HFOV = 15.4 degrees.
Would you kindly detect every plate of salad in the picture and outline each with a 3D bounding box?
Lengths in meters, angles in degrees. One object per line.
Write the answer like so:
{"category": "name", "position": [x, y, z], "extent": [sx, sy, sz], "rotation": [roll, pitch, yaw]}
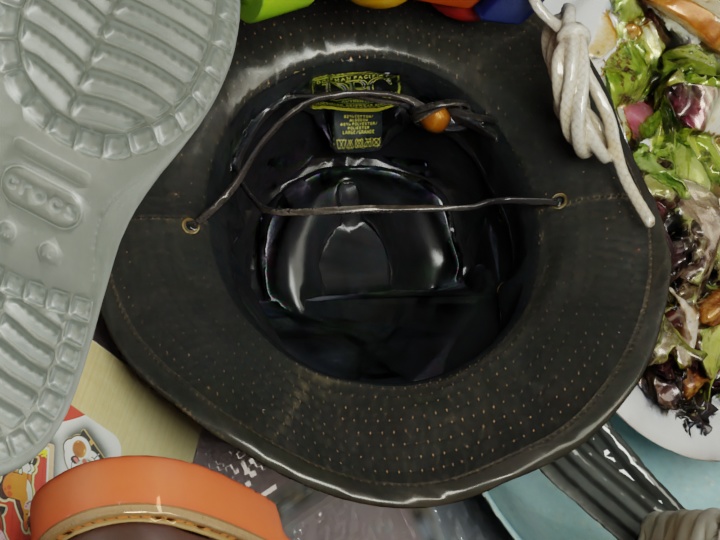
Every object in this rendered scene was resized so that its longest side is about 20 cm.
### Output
{"category": "plate of salad", "position": [0.129, -0.032, 0.964], "extent": [0.200, 0.048, 0.200], "rotation": [11, 75, -44]}

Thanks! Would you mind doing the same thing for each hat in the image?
{"category": "hat", "position": [0.000, 0.000, 0.854], "extent": [0.200, 0.081, 0.201], "rotation": [4, 56, -6]}

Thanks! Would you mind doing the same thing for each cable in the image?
{"category": "cable", "position": [0.108, 0.108, 0.910], "extent": [0.200, 0.050, 0.097], "rotation": [35, 32, -23]}

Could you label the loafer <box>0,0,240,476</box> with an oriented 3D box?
{"category": "loafer", "position": [-0.097, -0.031, 0.753], "extent": [0.075, 0.070, 0.200], "rotation": [36, 59, -23]}

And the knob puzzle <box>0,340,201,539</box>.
{"category": "knob puzzle", "position": [-0.143, 0.084, 0.743], "extent": [0.219, 0.030, 0.220], "rotation": [16, 67, -41]}

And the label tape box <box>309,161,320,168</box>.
{"category": "label tape box", "position": [0.000, -0.141, 0.925], "extent": [0.143, 0.066, 0.200], "rotation": [32, 56, -32]}

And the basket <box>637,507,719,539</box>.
{"category": "basket", "position": [0.126, 0.174, 0.803], "extent": [0.123, 0.136, 0.200], "rotation": [19, 82, -4]}

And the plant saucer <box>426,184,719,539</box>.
{"category": "plant saucer", "position": [0.085, 0.030, 0.972], "extent": [0.201, 0.039, 0.201], "rotation": [14, 69, -40]}

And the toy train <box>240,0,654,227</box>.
{"category": "toy train", "position": [0.010, -0.096, 0.812], "extent": [0.116, 0.085, 0.200], "rotation": [-13, 76, -24]}

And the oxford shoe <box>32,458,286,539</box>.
{"category": "oxford shoe", "position": [-0.014, 0.120, 0.774], "extent": [0.200, 0.071, 0.073], "rotation": [24, 45, -37]}
